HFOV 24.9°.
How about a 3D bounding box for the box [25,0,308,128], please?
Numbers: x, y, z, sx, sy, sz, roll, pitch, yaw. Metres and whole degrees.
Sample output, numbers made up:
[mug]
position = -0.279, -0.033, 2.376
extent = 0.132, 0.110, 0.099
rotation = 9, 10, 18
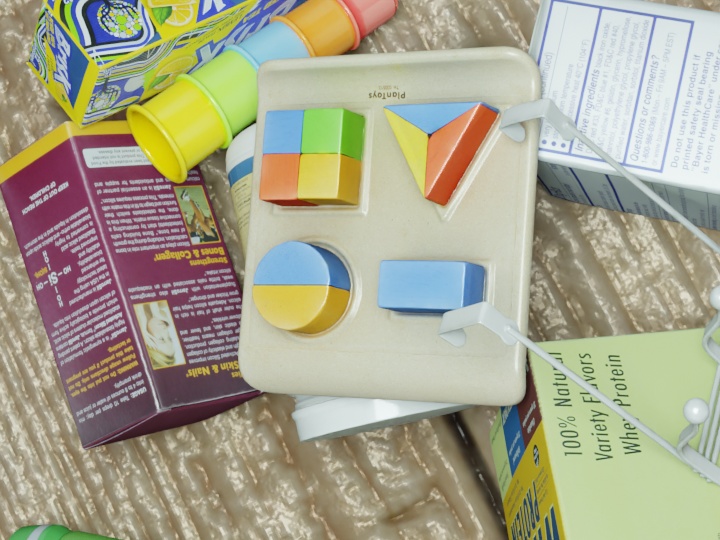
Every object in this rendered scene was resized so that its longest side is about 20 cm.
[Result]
[box]
position = -0.116, -0.171, 1.075
extent = 0.200, 0.070, 0.064
rotation = -32, 76, -34

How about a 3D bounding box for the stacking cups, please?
[stacking cups]
position = -0.059, -0.137, 1.081
extent = 0.200, 0.061, 0.061
rotation = -38, 77, -18

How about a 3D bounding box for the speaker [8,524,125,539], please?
[speaker]
position = -0.141, 0.225, 1.093
extent = 0.199, 0.088, 0.089
rotation = 8, 87, 13

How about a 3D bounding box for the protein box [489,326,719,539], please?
[protein box]
position = 0.197, 0.149, 0.938
extent = 0.199, 0.135, 0.199
rotation = -4, 62, -8

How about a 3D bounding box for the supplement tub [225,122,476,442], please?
[supplement tub]
position = 0.000, 0.000, 1.051
extent = 0.144, 0.145, 0.201
rotation = -14, 83, 12

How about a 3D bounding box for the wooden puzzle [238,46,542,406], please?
[wooden puzzle]
position = 0.009, -0.026, 0.937
extent = 0.185, 0.046, 0.201
rotation = 1, 88, 28

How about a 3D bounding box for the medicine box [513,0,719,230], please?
[medicine box]
position = 0.207, -0.087, 0.991
extent = 0.199, 0.182, 0.103
rotation = 12, 87, 13

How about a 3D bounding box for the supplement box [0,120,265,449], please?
[supplement box]
position = -0.151, 0.006, 1.091
extent = 0.086, 0.110, 0.201
rotation = -26, 79, 38

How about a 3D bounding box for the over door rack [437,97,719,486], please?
[over door rack]
position = 0.153, 0.011, 0.862
extent = 0.200, 0.067, 0.148
rotation = 29, 59, -16
